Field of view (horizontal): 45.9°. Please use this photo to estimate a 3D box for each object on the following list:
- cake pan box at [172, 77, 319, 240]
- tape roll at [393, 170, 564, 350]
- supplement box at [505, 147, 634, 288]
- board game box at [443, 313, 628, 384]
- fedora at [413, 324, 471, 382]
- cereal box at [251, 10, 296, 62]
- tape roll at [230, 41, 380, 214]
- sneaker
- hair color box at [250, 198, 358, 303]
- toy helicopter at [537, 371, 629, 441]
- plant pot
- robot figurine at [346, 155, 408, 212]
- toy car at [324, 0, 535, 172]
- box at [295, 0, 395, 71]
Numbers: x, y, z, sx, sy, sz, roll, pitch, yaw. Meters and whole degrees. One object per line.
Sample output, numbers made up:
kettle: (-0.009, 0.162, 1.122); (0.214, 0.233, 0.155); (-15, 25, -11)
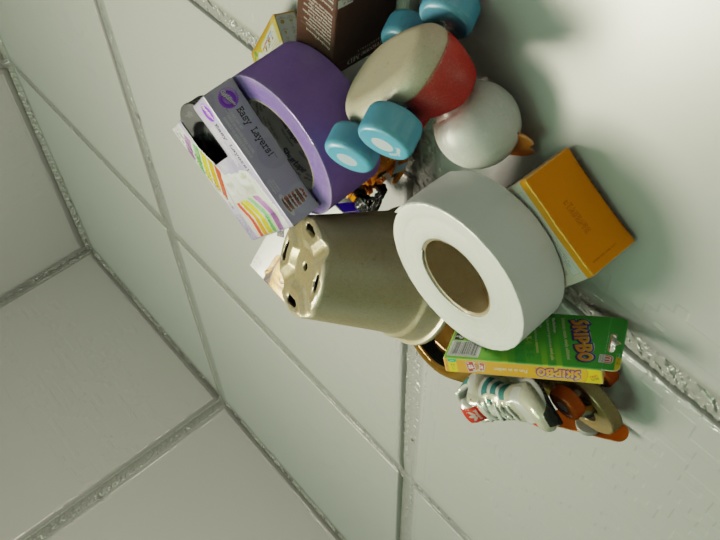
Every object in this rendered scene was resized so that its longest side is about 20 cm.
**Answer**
cake pan box: (-0.154, -0.139, 1.100); (0.200, 0.052, 0.184); (56, 156, -12)
tape roll: (0.129, -0.011, 0.956); (0.202, 0.071, 0.203); (43, 157, 24)
supplement box: (0.198, -0.041, 0.968); (0.126, 0.073, 0.200); (54, 158, -1)
board game box: (0.205, 0.086, 0.993); (0.199, 0.096, 0.030); (0, 125, 25)
fedora: (0.127, 0.060, 1.238); (0.201, 0.082, 0.201); (45, 150, 35)
cereal box: (-0.099, -0.253, 1.239); (0.144, 0.039, 0.201); (-23, 85, 68)
tape roll: (-0.073, -0.175, 1.059); (0.200, 0.085, 0.200); (41, 156, 22)
sneaker: (0.185, 0.177, 1.106); (0.070, 0.093, 0.200); (58, 175, -17)
hair color box: (-0.091, -0.053, 1.407); (0.109, 0.065, 0.200); (44, 120, 24)
toy helicopter: (0.273, 0.165, 1.128); (0.132, 0.079, 0.200); (54, 166, -22)
plant pot: (0.000, 0.000, 1.133); (0.200, 0.183, 0.201); (-7, 82, 59)
robot figurine: (0.010, -0.163, 1.178); (0.145, 0.058, 0.200); (62, 158, 8)
toy car: (0.098, -0.168, 0.929); (0.200, 0.185, 0.177); (31, 165, -20)
box: (-0.013, -0.326, 0.957); (0.075, 0.100, 0.200); (46, 157, 18)
